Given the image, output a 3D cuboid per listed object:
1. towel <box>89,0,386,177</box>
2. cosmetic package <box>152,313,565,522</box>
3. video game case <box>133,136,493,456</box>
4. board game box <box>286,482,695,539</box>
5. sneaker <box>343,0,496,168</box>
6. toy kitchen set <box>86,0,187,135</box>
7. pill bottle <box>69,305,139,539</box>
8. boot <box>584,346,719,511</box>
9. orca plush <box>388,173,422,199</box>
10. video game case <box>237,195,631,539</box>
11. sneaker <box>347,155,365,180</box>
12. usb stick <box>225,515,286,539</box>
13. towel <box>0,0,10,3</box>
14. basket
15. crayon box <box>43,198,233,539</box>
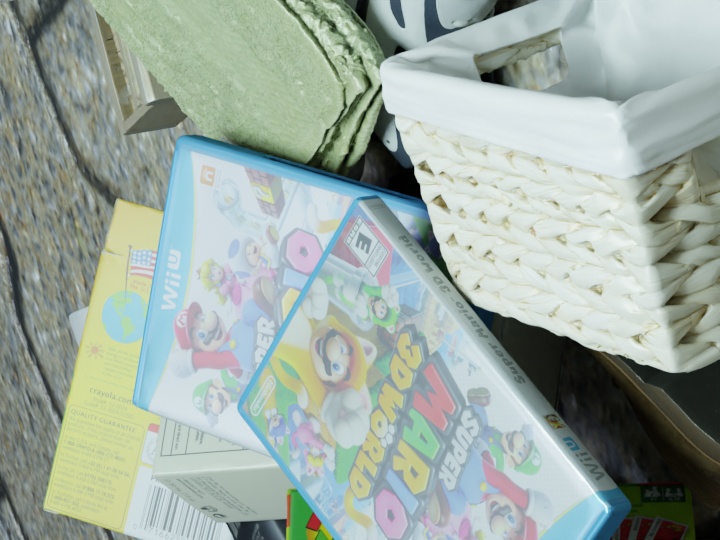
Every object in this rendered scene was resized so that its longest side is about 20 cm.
[{"bbox_3d":[-0.066,-0.127,1.425,0.200,0.036,0.148,47,146,11],"label":"towel"},{"bbox_3d":[-0.001,0.068,1.457,0.200,0.071,0.105,-5,61,30],"label":"cosmetic package"},{"bbox_3d":[-0.024,0.024,1.388,0.200,0.018,0.143,17,103,36],"label":"video game case"},{"bbox_3d":[0.063,0.156,1.369,0.102,0.200,0.048,-89,-2,-48],"label":"board game box"},{"bbox_3d":[0.047,-0.112,1.393,0.199,0.079,0.130,-10,116,48],"label":"sneaker"},{"bbox_3d":[-0.195,-0.176,1.646,0.163,0.200,0.181,-33,70,65],"label":"toy kitchen set"},{"bbox_3d":[-0.109,0.106,1.805,0.113,0.113,0.200,-22,88,65],"label":"pill bottle"},{"bbox_3d":[0.127,0.032,1.340,0.200,0.074,0.076,53,156,26],"label":"boot"},{"bbox_3d":[0.000,0.000,1.561,0.200,0.071,0.105,30,134,54],"label":"orca plush"},{"bbox_3d":[0.028,0.084,1.299,0.200,0.018,0.143,51,128,28],"label":"video game case"},{"bbox_3d":[-0.059,-0.126,1.581,0.200,0.076,0.077,58,157,21],"label":"sneaker"},{"bbox_3d":[-0.069,0.108,1.555,0.200,0.033,0.056,57,145,40],"label":"usb stick"},{"bbox_3d":[-0.126,-0.220,1.464,0.032,0.191,0.200,50,131,13],"label":"towel"},{"bbox_3d":[0.120,-0.044,1.220,0.200,0.135,0.124,18,126,60],"label":"basket"},{"bbox_3d":[-0.107,0.066,1.715,0.127,0.051,0.200,17,100,13],"label":"crayon box"}]
